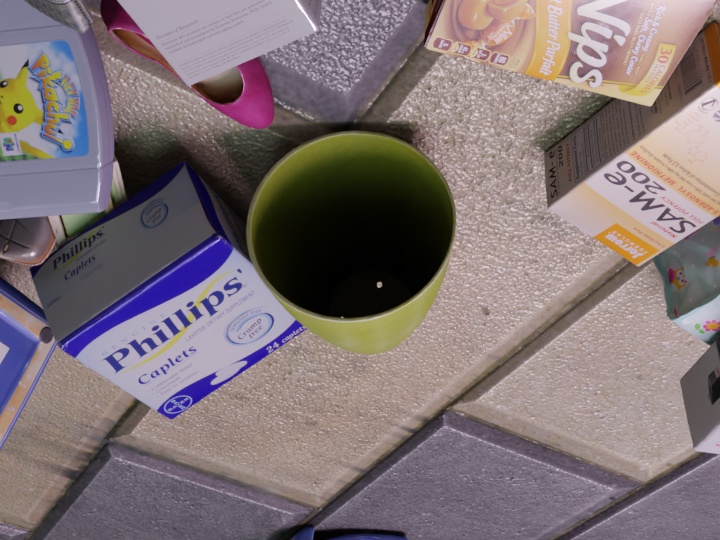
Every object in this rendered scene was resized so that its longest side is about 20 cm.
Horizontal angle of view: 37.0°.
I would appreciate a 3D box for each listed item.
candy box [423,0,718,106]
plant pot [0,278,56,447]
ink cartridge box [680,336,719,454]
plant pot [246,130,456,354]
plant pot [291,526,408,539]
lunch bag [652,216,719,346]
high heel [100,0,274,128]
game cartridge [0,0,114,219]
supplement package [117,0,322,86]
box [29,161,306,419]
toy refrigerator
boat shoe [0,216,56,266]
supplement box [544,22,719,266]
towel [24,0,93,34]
[{"bbox_3d":[0.160,-0.208,0.839,0.198,0.056,0.116,13,140,-10],"label":"candy box"},{"bbox_3d":[-0.429,0.079,1.068,0.179,0.201,0.200,4,150,40],"label":"plant pot"},{"bbox_3d":[0.402,0.093,0.975,0.143,0.084,0.201,8,144,-9],"label":"ink cartridge box"},{"bbox_3d":[0.000,0.000,1.029,0.185,0.189,0.200,-1,155,5],"label":"plant pot"},{"bbox_3d":[-0.037,0.509,1.615,0.178,0.201,0.201,12,141,-1],"label":"plant pot"},{"bbox_3d":[0.407,-0.004,1.014,0.170,0.123,0.200,29,130,-31],"label":"lunch bag"},{"bbox_3d":[-0.136,-0.164,0.884,0.067,0.097,0.200,-15,137,21],"label":"high heel"},{"bbox_3d":[-0.276,-0.142,0.898,0.132,0.041,0.202,-5,109,6],"label":"game cartridge"},{"bbox_3d":[-0.123,-0.255,0.754,0.119,0.122,0.200,-17,137,23],"label":"supplement package"},{"bbox_3d":[-0.177,0.027,1.038,0.183,0.105,0.200,-34,144,6],"label":"box"},{"bbox_3d":[-0.261,-0.039,1.045,0.075,0.070,0.201,-22,143,-17],"label":"toy refrigerator"},{"bbox_3d":[-0.344,-0.052,1.011,0.199,0.076,0.072,29,166,35],"label":"boat shoe"},{"bbox_3d":[0.274,-0.102,0.942,0.125,0.074,0.200,28,135,-25],"label":"supplement box"},{"bbox_3d":[-0.271,-0.269,0.735,0.199,0.035,0.193,35,162,37],"label":"towel"}]
